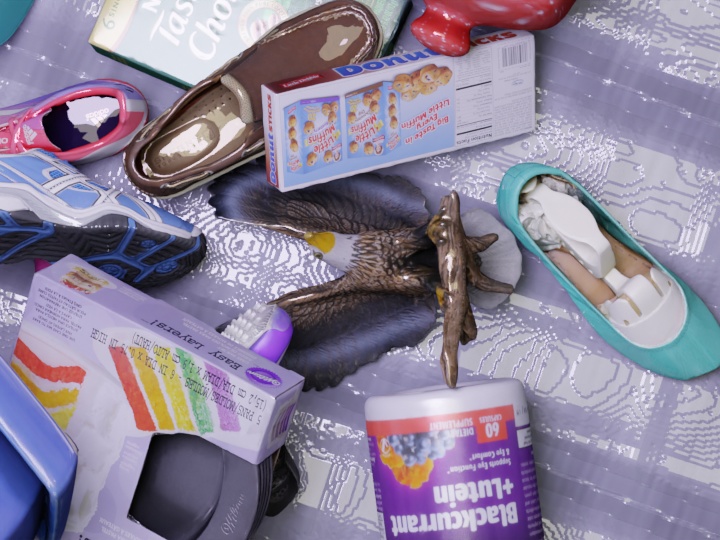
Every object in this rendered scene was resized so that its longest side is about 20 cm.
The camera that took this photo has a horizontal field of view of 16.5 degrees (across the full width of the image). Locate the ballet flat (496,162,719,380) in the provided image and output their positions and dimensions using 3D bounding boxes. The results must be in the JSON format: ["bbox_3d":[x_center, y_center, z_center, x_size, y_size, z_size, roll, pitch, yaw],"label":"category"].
[{"bbox_3d":[0.170,0.002,1.704,0.200,0.070,0.067,44,89,4],"label":"ballet flat"}]

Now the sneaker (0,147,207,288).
[{"bbox_3d":[-0.194,-0.043,1.677,0.199,0.076,0.077,15,49,-26],"label":"sneaker"}]

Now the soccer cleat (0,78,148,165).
[{"bbox_3d":[-0.243,-0.087,1.724,0.199,0.076,0.067,-17,86,1],"label":"soccer cleat"}]

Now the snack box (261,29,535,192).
[{"bbox_3d":[0.029,-0.110,1.685,0.199,0.024,0.072,-15,119,-23],"label":"snack box"}]

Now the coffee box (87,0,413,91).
[{"bbox_3d":[-0.078,-0.173,1.737,0.199,0.044,0.124,25,89,4],"label":"coffee box"}]

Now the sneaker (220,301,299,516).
[{"bbox_3d":[-0.077,0.113,1.689,0.099,0.070,0.201,30,119,-5],"label":"sneaker"}]

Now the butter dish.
[{"bbox_3d":[0.079,-0.214,1.657,0.199,0.199,0.149,23,90,4],"label":"butter dish"}]

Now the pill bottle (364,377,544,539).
[{"bbox_3d":[0.068,0.178,1.676,0.111,0.111,0.201,-8,89,2],"label":"pill bottle"}]

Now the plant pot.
[{"bbox_3d":[-0.288,0.132,1.557,0.180,0.200,0.200,-39,81,-18],"label":"plant pot"}]

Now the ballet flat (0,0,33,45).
[{"bbox_3d":[-0.242,-0.252,1.747,0.069,0.069,0.201,25,86,4],"label":"ballet flat"}]

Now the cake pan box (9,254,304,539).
[{"bbox_3d":[-0.146,0.115,1.637,0.199,0.052,0.185,27,116,16],"label":"cake pan box"}]

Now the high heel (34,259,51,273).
[{"bbox_3d":[-0.215,0.055,1.728,0.096,0.067,0.201,-25,72,27],"label":"high heel"}]

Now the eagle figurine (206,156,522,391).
[{"bbox_3d":[-0.004,-0.004,1.696,0.151,0.199,0.152,56,50,-29],"label":"eagle figurine"}]

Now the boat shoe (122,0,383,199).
[{"bbox_3d":[-0.071,-0.113,1.676,0.202,0.075,0.075,-37,88,4],"label":"boat shoe"}]
